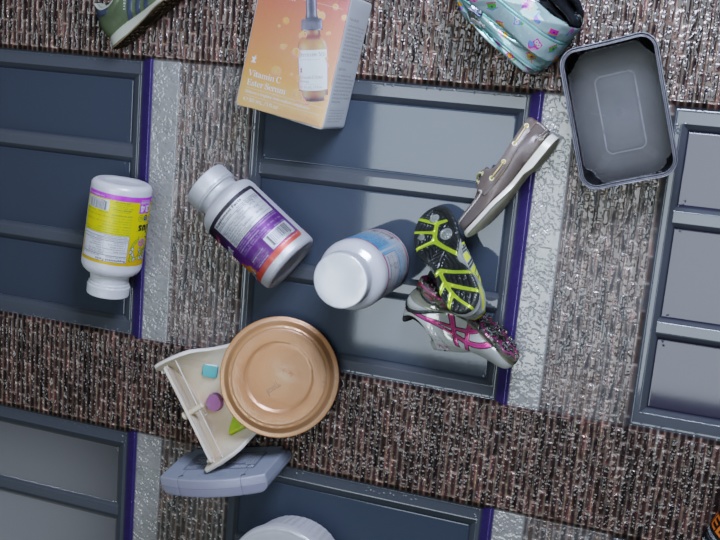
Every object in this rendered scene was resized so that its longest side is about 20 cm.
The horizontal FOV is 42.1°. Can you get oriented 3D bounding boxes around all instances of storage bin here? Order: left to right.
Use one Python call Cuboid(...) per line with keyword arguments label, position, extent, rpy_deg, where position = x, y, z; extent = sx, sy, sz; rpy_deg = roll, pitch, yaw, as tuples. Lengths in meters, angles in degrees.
Cuboid(label="storage bin", position=(0.369, -0.225, 1.334), extent=(0.134, 0.094, 0.201), rpy_deg=(-10, 96, 19))

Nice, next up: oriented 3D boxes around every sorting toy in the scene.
Cuboid(label="sorting toy", position=(-0.218, 0.207, 1.595), extent=(0.179, 0.107, 0.201), rpy_deg=(-29, 84, 10))

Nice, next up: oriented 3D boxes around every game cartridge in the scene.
Cuboid(label="game cartridge", position=(-0.232, 0.343, 1.597), extent=(0.199, 0.133, 0.041), rpy_deg=(-6, 99, 19))

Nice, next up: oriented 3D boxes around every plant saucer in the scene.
Cuboid(label="plant saucer", position=(-0.134, 0.176, 1.550), extent=(0.199, 0.032, 0.202), rpy_deg=(0, 83, -1))

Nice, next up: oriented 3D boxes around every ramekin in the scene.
Cuboid(label="ramekin", position=(-0.119, 0.517, 1.609), extent=(0.201, 0.094, 0.204), rpy_deg=(3, 99, 18))

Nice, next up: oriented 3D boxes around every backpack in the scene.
Cuboid(label="backpack", position=(0.220, -0.382, 1.335), extent=(0.200, 0.167, 0.127), rpy_deg=(43, 128, 4))

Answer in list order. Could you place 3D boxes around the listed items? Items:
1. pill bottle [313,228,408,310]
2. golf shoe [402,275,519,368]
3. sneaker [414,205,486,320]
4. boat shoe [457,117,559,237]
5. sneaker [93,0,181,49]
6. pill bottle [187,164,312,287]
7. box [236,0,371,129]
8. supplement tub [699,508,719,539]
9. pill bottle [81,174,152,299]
Cuboid(label="pill bottle", position=(0.000, 0.000, 1.431), extent=(0.108, 0.200, 0.110), rpy_deg=(3, 99, 18))
Cuboid(label="golf shoe", position=(0.157, 0.096, 1.468), extent=(0.200, 0.073, 0.092), rpy_deg=(38, 112, 18))
Cuboid(label="sneaker", position=(0.137, -0.008, 1.434), extent=(0.075, 0.076, 0.201), rpy_deg=(-23, 58, 15))
Cuboid(label="boat shoe", position=(0.212, -0.139, 1.411), extent=(0.060, 0.072, 0.200), rpy_deg=(44, 105, 13))
Cuboid(label="sneaker", position=(-0.361, -0.457, 1.543), extent=(0.200, 0.067, 0.090), rpy_deg=(-32, 93, 23))
Cuboid(label="pill bottle", position=(-0.183, -0.076, 1.525), extent=(0.200, 0.111, 0.112), rpy_deg=(43, 109, 7))
Cuboid(label="box", position=(-0.088, -0.336, 1.455), extent=(0.151, 0.106, 0.201), rpy_deg=(17, 104, 15))
Cuboid(label="supplement tub", position=(0.570, 0.387, 1.352), extent=(0.122, 0.122, 0.201), rpy_deg=(30, 106, 11))
Cuboid(label="pill bottle", position=(-0.422, -0.056, 1.609), extent=(0.104, 0.104, 0.201), rpy_deg=(15, 103, 15))
